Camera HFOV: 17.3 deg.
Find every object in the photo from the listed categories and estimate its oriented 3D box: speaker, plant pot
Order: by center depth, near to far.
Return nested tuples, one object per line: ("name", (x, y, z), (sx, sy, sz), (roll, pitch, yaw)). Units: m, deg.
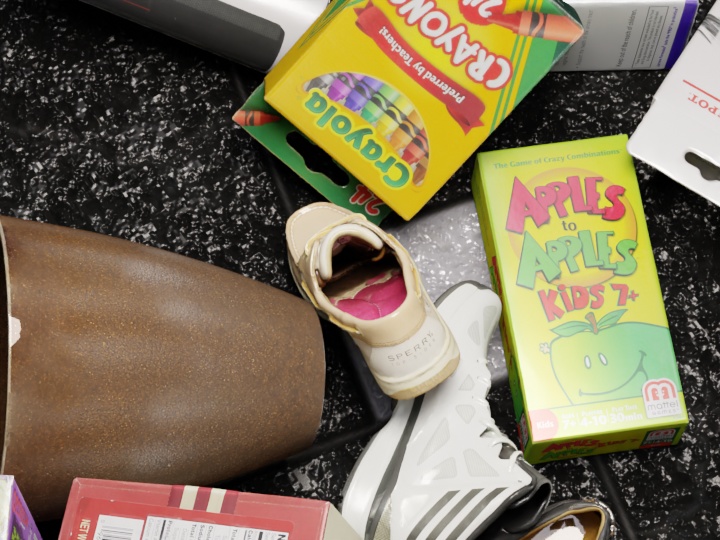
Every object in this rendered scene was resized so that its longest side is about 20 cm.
("plant pot", (-0.129, 0.064, 1.434), (0.199, 0.187, 0.187), (2, 67, -17))
("speaker", (-0.123, -0.196, 1.542), (0.200, 0.081, 0.081), (21, 68, -11))

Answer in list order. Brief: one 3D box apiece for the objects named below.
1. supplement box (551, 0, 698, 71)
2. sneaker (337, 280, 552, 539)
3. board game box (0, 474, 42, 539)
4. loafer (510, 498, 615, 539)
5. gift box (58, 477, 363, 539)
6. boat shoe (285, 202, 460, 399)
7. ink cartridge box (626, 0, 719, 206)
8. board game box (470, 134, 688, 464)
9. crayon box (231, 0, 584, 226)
("supplement box", (0.117, -0.197, 1.575), (0.199, 0.103, 0.102), (-2, 69, -1))
("sneaker", (0.074, 0.102, 1.447), (0.115, 0.076, 0.201), (15, 60, 20))
("board game box", (-0.201, 0.202, 1.348), (0.032, 0.200, 0.120), (6, 67, 3))
("loafer", (0.073, 0.204, 1.426), (0.200, 0.072, 0.073), (-42, 76, -16))
("gift box", (-0.089, 0.219, 1.359), (0.199, 0.187, 0.185), (8, 69, 22))
("boat shoe", (0.000, 0.000, 1.460), (0.074, 0.069, 0.200), (-32, 36, -7))
("ink cartridge box", (0.264, -0.113, 1.560), (0.116, 0.068, 0.200), (31, 68, 10))
("board game box", (0.139, 0.017, 1.517), (0.101, 0.048, 0.201), (-8, 69, -5))
("crayon box", (0.029, -0.124, 1.497), (0.127, 0.051, 0.200), (39, 104, -14))
